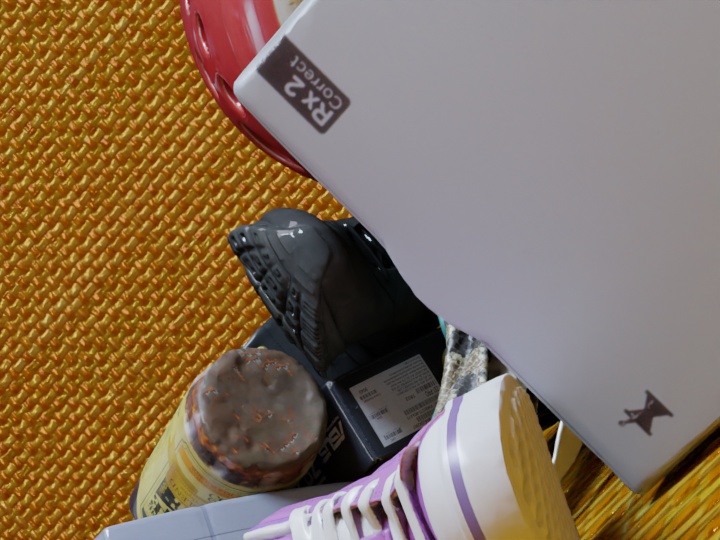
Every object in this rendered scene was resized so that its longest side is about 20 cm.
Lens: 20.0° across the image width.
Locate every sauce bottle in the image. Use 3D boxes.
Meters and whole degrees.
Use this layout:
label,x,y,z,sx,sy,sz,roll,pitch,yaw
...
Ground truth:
label,x,y,z,sx,sy,sz,roll,pitch,yaw
sauce bottle,-0.071,0.104,0.953,0.066,0.066,0.200,-45,-8,-32

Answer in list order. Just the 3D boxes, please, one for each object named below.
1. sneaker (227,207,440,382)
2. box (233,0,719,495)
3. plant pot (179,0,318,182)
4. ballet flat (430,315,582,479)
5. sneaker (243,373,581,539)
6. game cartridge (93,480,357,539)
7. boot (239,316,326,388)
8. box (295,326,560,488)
label,x,y,z,sx,sy,sz,roll,pitch,yaw
sneaker,0.000,0.000,0.922,0.091,0.076,0.200,-34,-11,0
box,0.103,-0.072,0.694,0.200,0.199,0.131,-46,-1,29
plant pot,0.022,-0.130,0.888,0.200,0.200,0.182,-46,7,-2
ballet flat,0.063,0.041,0.844,0.075,0.068,0.200,-18,42,24
sneaker,0.012,0.089,0.628,0.114,0.073,0.200,-19,-12,2
game cartridge,-0.040,0.137,0.925,0.200,0.041,0.133,-4,-30,-33
boot,-0.024,0.108,1.123,0.073,0.154,0.204,-47,-2,40
box,0.047,0.065,0.998,0.200,0.049,0.161,-25,-14,-31
